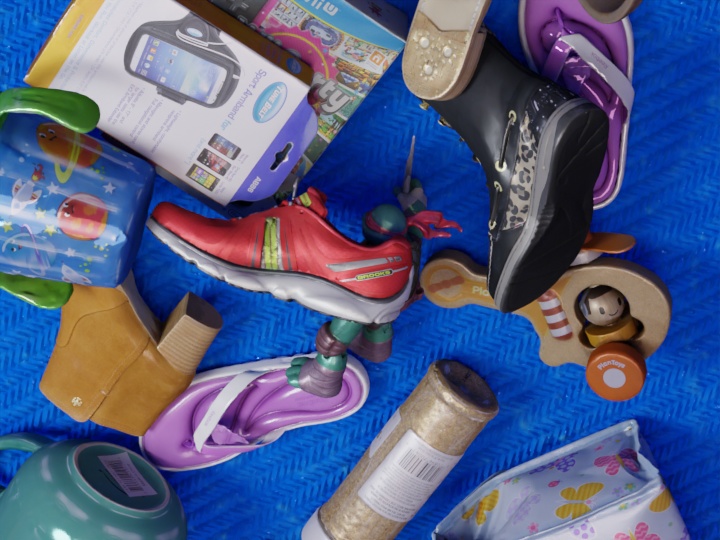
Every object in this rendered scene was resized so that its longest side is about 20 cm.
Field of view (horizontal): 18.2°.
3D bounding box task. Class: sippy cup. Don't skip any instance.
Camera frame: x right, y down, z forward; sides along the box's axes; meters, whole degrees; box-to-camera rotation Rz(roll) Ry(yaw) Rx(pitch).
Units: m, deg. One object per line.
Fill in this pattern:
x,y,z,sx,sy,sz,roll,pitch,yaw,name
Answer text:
-0.223,-0.049,1.646,0.130,0.178,0.140,17,81,0,sippy cup

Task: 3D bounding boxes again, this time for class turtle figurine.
0.000,0.000,1.717,0.150,0.101,0.200,-16,137,-29,turtle figurine

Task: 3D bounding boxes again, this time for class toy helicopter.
0.145,0.014,1.759,0.200,0.079,0.132,12,124,10,toy helicopter

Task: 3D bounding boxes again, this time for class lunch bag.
0.171,0.240,1.844,0.200,0.127,0.170,-25,116,4,lunch bag

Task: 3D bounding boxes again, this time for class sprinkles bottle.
0.032,0.165,1.840,0.068,0.068,0.200,31,114,-13,sprinkles bottle

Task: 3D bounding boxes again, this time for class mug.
-0.231,0.202,1.822,0.185,0.152,0.114,27,114,-11,mug

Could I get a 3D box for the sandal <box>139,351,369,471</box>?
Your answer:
-0.092,0.116,1.830,0.202,0.050,0.083,-22,114,13,sandal

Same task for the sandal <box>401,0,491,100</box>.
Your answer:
0.061,-0.226,1.598,0.078,0.070,0.212,17,100,31,sandal

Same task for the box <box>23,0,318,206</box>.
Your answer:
-0.129,-0.136,1.641,0.200,0.041,0.119,32,115,-14,box

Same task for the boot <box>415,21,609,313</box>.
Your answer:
0.103,-0.083,1.686,0.073,0.154,0.204,-23,144,-33,boot

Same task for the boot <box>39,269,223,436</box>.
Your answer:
-0.222,0.042,1.788,0.201,0.071,0.144,35,117,-12,boot

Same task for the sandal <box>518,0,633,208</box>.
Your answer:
0.168,-0.135,1.684,0.082,0.050,0.203,-9,116,7,sandal

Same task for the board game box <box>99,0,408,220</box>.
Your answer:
-0.081,-0.147,1.689,0.147,0.064,0.200,33,113,-14,board game box

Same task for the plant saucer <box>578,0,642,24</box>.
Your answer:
0.173,-0.270,1.546,0.029,0.200,0.200,-6,118,-13,plant saucer

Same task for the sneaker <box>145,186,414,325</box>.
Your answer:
-0.056,-0.023,1.646,0.200,0.077,0.085,17,94,4,sneaker
